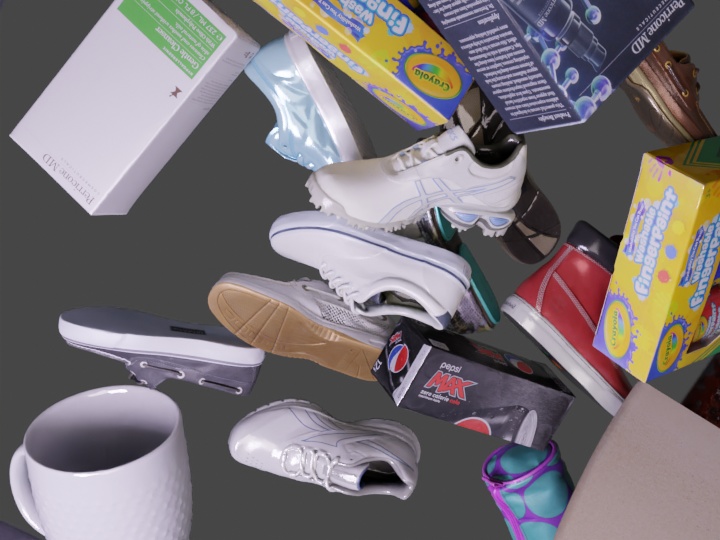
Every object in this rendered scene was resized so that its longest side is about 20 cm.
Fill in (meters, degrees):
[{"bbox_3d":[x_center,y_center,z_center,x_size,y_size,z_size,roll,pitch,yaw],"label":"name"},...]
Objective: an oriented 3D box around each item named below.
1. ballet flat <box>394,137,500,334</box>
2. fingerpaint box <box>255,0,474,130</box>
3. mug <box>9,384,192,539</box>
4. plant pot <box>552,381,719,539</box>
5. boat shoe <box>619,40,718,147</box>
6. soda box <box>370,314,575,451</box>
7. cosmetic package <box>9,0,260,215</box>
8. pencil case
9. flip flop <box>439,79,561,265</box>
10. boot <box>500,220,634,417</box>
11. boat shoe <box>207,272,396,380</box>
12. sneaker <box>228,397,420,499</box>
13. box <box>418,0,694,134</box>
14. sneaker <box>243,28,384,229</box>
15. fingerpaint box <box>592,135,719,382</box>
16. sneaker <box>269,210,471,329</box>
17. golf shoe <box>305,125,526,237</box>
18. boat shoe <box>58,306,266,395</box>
[{"bbox_3d":[0.071,-0.025,1.069,0.071,0.072,0.202,-22,108,1],"label":"ballet flat"},{"bbox_3d":[0.029,-0.248,0.951,0.199,0.073,0.168,36,79,-16],"label":"fingerpaint box"},{"bbox_3d":[-0.255,0.220,1.080,0.197,0.148,0.178,7,118,23],"label":"mug"},{"bbox_3d":[0.288,0.267,1.052,0.177,0.199,0.201,-40,140,-21],"label":"plant pot"},{"bbox_3d":[0.285,-0.171,1.040,0.068,0.072,0.200,-45,110,3],"label":"boat shoe"},{"bbox_3d":[0.111,0.111,1.082,0.198,0.063,0.071,21,106,-33],"label":"soda box"},{"bbox_3d":[-0.193,-0.156,0.973,0.107,0.085,0.201,41,98,4],"label":"cosmetic package"},{"bbox_3d":[0.192,0.275,1.165,0.092,0.085,0.202,-29,110,-25],"label":"pencil case"},{"bbox_3d":[0.129,-0.091,1.062,0.081,0.058,0.201,-36,123,0],"label":"flip flop"},{"bbox_3d":[0.250,0.050,1.113,0.144,0.072,0.200,-47,113,-3],"label":"boot"},{"bbox_3d":[-0.052,0.042,1.076,0.198,0.070,0.071,24,136,-21],"label":"boat shoe"},{"bbox_3d":[-0.032,0.180,1.110,0.197,0.087,0.076,6,109,-7],"label":"sneaker"},{"bbox_3d":[0.139,-0.235,0.891,0.148,0.107,0.201,-45,108,-16],"label":"box"},{"bbox_3d":[-0.040,-0.119,1.029,0.081,0.074,0.202,-22,104,16],"label":"sneaker"},{"bbox_3d":[0.315,-0.015,1.034,0.165,0.073,0.202,-13,125,-35],"label":"fingerpaint box"},{"bbox_3d":[0.000,0.000,1.025,0.198,0.071,0.073,14,152,20],"label":"sneaker"},{"bbox_3d":[0.051,-0.088,0.955,0.197,0.079,0.098,-1,132,-24],"label":"golf shoe"},{"bbox_3d":[-0.191,0.083,1.075,0.197,0.070,0.067,9,105,-17],"label":"boat shoe"}]
